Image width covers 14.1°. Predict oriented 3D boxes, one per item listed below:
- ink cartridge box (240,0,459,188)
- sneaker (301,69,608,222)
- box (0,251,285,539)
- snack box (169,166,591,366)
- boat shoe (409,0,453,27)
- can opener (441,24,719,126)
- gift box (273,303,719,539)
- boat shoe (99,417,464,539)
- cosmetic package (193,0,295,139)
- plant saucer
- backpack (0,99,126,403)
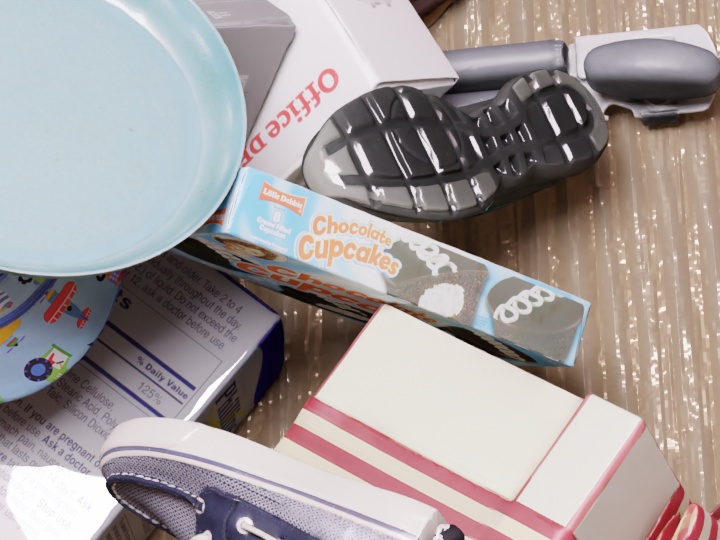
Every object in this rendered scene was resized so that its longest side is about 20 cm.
[{"bbox_3d":[-0.064,-0.134,1.542,0.147,0.083,0.200,-42,72,31],"label":"ink cartridge box"},{"bbox_3d":[0.041,-0.049,1.471,0.079,0.200,0.075,-38,70,43],"label":"sneaker"},{"bbox_3d":[-0.168,0.058,1.497,0.184,0.105,0.200,37,77,12],"label":"box"},{"bbox_3d":[0.000,0.000,1.430,0.200,0.116,0.037,21,80,-25],"label":"snack box"},{"bbox_3d":[0.051,-0.193,1.607,0.200,0.070,0.070,-44,64,-12],"label":"boat shoe"},{"bbox_3d":[0.096,-0.105,1.563,0.200,0.066,0.053,-6,66,13],"label":"can opener"},{"bbox_3d":[0.070,0.148,1.386,0.187,0.200,0.185,25,76,37],"label":"gift box"},{"bbox_3d":[-0.051,0.132,1.284,0.200,0.075,0.093,13,60,34],"label":"boat shoe"},{"bbox_3d":[-0.145,-0.131,1.498,0.200,0.090,0.107,39,118,29],"label":"cosmetic package"},{"bbox_3d":[-0.153,-0.076,1.344,0.200,0.027,0.200,9,56,-13],"label":"plant saucer"},{"bbox_3d":[-0.215,-0.031,1.396,0.200,0.135,0.183,9,65,19],"label":"backpack"}]
